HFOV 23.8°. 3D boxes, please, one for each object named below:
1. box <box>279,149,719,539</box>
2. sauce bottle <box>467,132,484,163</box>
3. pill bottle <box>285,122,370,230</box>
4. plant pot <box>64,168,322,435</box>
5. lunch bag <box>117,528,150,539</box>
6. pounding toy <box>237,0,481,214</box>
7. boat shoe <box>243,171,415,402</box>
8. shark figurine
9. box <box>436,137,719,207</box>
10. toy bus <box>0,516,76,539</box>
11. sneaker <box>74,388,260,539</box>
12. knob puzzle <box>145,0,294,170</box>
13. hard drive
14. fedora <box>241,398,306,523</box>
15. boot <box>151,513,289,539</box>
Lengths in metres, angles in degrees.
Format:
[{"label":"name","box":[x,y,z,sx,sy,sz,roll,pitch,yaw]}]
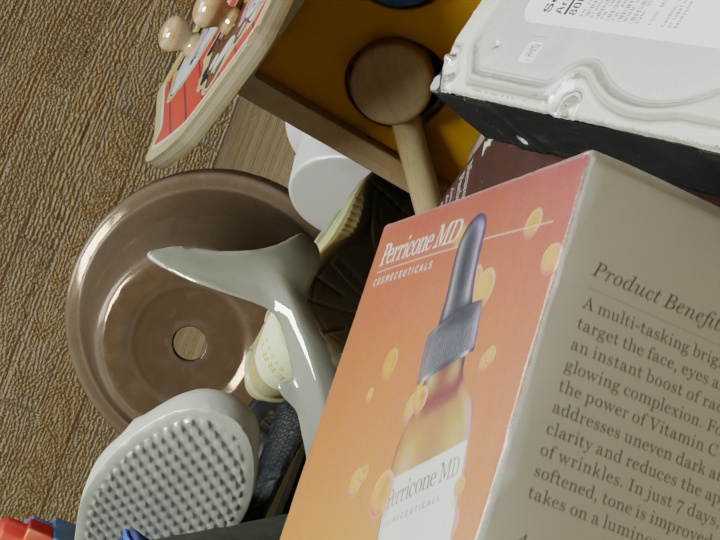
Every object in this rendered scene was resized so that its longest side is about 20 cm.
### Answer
[{"label":"box","box":[0.049,0.086,0.512,0.152,0.106,0.201,-19,51,68]},{"label":"sauce bottle","box":[0.112,-0.124,0.760,0.065,0.064,0.201,-108,39,-74]},{"label":"pill bottle","box":[0.012,-0.122,1.132,0.111,0.110,0.201,125,163,-51]},{"label":"plant pot","box":[-0.098,0.035,1.075,0.175,0.199,0.201,-74,6,-87]},{"label":"lunch bag","box":[-0.076,0.192,0.723,0.132,0.136,0.200,-47,-16,-9]},{"label":"pounding toy","box":[0.036,-0.104,0.858,0.200,0.183,0.143,-51,18,34]},{"label":"boat shoe","box":[0.001,0.002,0.920,0.063,0.073,0.201,-38,10,37]},{"label":"shark figurine","box":[-0.021,0.091,0.730,0.128,0.089,0.215,-121,8,-63]},{"label":"box","box":[0.084,-0.020,0.684,0.200,0.075,0.101,126,162,-48]},{"label":"toy bus","box":[-0.155,0.234,1.072,0.136,0.191,0.201,-146,76,-78]},{"label":"sneaker","box":[-0.100,0.106,0.840,0.200,0.074,0.082,-53,16,41]},{"label":"knob puzzle","box":[-0.060,-0.138,0.821,0.220,0.030,0.220,-54,17,25]},{"label":"hard drive","box":[0.114,-0.095,0.538,0.140,0.038,0.200,-56,27,-5]},{"label":"fedora","box":[-0.045,0.154,0.922,0.201,0.091,0.201,-59,10,17]},{"label":"boot","box":[-0.027,0.095,0.601,0.072,0.199,0.183,19,107,60]}]
